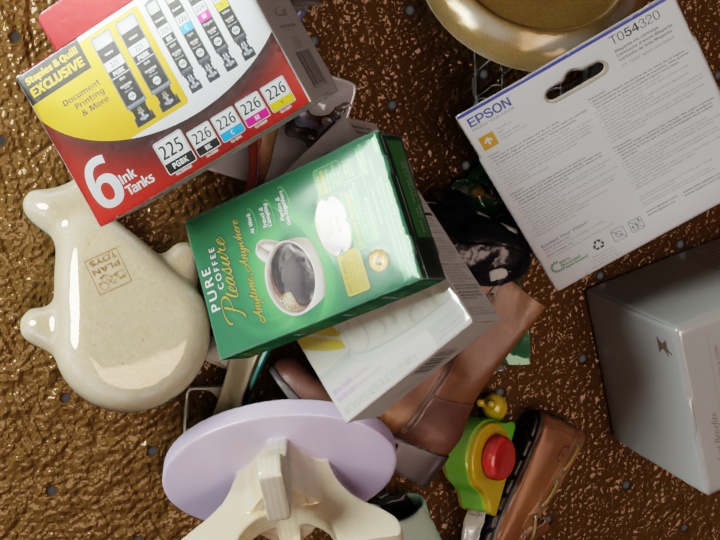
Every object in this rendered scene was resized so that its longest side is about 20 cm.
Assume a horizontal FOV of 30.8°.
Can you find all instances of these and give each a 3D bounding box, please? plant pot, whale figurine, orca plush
[{"bbox_3d":[0.147,-0.257,1.101,0.197,0.028,0.202,3,62,-6],"label":"plant pot"},{"bbox_3d":[-0.206,0.019,1.080,0.158,0.104,0.202,-27,86,-15],"label":"whale figurine"},{"bbox_3d":[0.052,-0.044,1.103,0.199,0.071,0.106,29,69,6],"label":"orca plush"}]

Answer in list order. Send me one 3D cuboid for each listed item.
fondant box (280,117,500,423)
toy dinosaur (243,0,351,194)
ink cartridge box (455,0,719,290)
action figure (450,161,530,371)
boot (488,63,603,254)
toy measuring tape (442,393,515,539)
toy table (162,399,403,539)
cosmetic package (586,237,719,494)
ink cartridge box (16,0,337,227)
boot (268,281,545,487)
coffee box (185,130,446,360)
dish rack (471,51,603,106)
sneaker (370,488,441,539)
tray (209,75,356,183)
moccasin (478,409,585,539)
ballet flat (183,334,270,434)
[{"bbox_3d":[0.000,0.000,1.063,0.144,0.201,0.058,-40,160,25],"label":"fondant box"},{"bbox_3d":[-0.083,-0.185,1.050,0.200,0.105,0.182,-42,92,1],"label":"toy dinosaur"},{"bbox_3d":[0.203,-0.106,1.078,0.195,0.043,0.201,-28,120,11],"label":"ink cartridge box"},{"bbox_3d":[0.111,-0.010,1.200,0.117,0.055,0.203,0,98,-17],"label":"action figure"},{"bbox_3d":[0.183,-0.109,1.171,0.130,0.070,0.203,3,84,-24],"label":"boot"},{"bbox_3d":[0.097,0.207,1.215,0.073,0.073,0.202,25,72,-23],"label":"toy measuring tape"},{"bbox_3d":[-0.064,0.194,1.073,0.198,0.118,0.185,-17,124,7],"label":"toy table"},{"bbox_3d":[0.350,0.078,1.243,0.198,0.166,0.169,-19,108,-15],"label":"cosmetic package"},{"bbox_3d":[-0.149,-0.161,0.991,0.199,0.084,0.177,-28,95,18],"label":"ink cartridge box"},{"bbox_3d":[0.041,0.063,1.139,0.187,0.068,0.201,31,92,-10],"label":"boot"},{"bbox_3d":[-0.040,-0.016,1.028,0.199,0.044,0.124,-24,78,28],"label":"coffee box"},{"bbox_3d":[0.166,-0.208,1.133,0.151,0.055,0.203,1,81,-9],"label":"dish rack"},{"bbox_3d":[-0.013,0.279,1.206,0.199,0.074,0.119,-27,117,-23],"label":"sneaker"},{"bbox_3d":[-0.108,-0.136,1.106,0.198,0.022,0.109,15,97,-22],"label":"tray"},{"bbox_3d":[0.155,0.237,1.265,0.077,0.074,0.203,27,83,-14],"label":"moccasin"},{"bbox_3d":[-0.116,0.097,1.139,0.069,0.069,0.202,14,98,-22],"label":"ballet flat"}]
